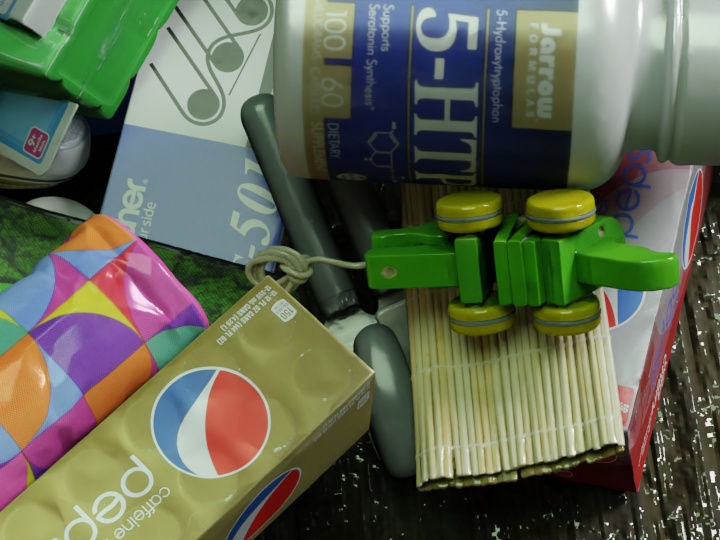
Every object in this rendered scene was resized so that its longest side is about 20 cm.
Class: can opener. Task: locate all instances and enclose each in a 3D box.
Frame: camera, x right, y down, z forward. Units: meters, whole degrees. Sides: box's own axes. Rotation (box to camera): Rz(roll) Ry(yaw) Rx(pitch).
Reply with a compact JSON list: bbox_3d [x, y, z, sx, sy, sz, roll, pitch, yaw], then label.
[{"bbox_3d":[0.000,0.000,0.908,0.052,0.066,0.201,-22,82,-5],"label":"can opener"}]

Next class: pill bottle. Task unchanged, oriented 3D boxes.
[{"bbox_3d":[0.066,-0.096,0.843,0.199,0.120,0.120,2,60,5],"label":"pill bottle"}]

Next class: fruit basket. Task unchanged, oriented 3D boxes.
[{"bbox_3d":[-0.187,-0.167,0.968,0.200,0.094,0.186,29,87,25],"label":"fruit basket"}]

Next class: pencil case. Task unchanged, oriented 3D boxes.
[{"bbox_3d":[-0.157,0.064,0.797,0.200,0.089,0.088,-40,61,-20],"label":"pencil case"}]

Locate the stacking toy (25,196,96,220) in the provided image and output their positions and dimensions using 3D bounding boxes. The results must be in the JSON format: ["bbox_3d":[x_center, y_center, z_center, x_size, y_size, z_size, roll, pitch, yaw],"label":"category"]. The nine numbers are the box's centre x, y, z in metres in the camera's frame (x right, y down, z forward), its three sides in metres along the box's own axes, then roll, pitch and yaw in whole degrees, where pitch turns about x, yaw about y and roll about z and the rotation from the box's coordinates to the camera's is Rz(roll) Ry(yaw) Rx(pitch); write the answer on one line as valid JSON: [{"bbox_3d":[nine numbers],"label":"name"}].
[{"bbox_3d":[-0.228,-0.006,0.959,0.199,0.146,0.147,-11,57,-14],"label":"stacking toy"}]

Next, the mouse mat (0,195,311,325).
[{"bbox_3d":[-0.136,0.049,0.883,0.199,0.008,0.161,15,64,6],"label":"mouse mat"}]

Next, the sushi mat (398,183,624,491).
[{"bbox_3d":[0.065,0.006,0.876,0.095,0.012,0.201,-13,54,14],"label":"sushi mat"}]

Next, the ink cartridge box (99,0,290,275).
[{"bbox_3d":[-0.072,-0.068,0.969,0.094,0.044,0.201,11,75,5],"label":"ink cartridge box"}]

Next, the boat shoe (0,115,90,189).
[{"bbox_3d":[-0.238,-0.071,1.013,0.199,0.062,0.072,13,33,11],"label":"boat shoe"}]

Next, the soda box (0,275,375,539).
[{"bbox_3d":[-0.086,0.098,0.793,0.068,0.064,0.200,41,69,17],"label":"soda box"}]

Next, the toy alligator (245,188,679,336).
[{"bbox_3d":[0.048,-0.007,0.852,0.199,0.060,0.054,0,18,22],"label":"toy alligator"}]

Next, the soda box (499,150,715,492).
[{"bbox_3d":[0.123,0.000,0.911,0.063,0.070,0.201,10,62,18],"label":"soda box"}]

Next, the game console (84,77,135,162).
[{"bbox_3d":[-0.137,-0.165,1.032,0.199,0.177,0.117,-7,30,5],"label":"game console"}]
